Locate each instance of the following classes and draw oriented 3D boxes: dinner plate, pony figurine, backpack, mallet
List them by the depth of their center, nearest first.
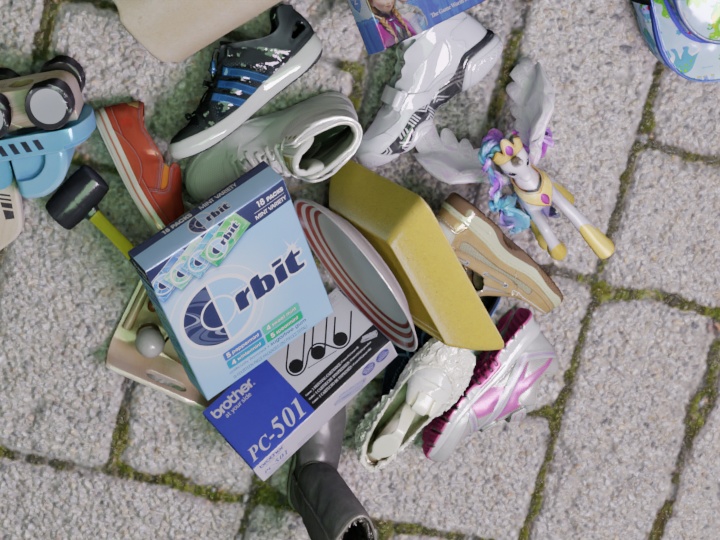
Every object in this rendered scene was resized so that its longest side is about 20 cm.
[{"bbox_3d":[0.371,-0.302,1.707,0.181,0.147,0.202,-15,111,-3],"label":"backpack"},{"bbox_3d":[0.000,0.000,1.708,0.024,0.200,0.201,-37,109,-12],"label":"dinner plate"},{"bbox_3d":[-0.236,-0.029,1.713,0.199,0.041,0.066,38,96,1],"label":"mallet"},{"bbox_3d":[0.169,-0.109,1.724,0.166,0.193,0.200,-38,127,6],"label":"pony figurine"}]

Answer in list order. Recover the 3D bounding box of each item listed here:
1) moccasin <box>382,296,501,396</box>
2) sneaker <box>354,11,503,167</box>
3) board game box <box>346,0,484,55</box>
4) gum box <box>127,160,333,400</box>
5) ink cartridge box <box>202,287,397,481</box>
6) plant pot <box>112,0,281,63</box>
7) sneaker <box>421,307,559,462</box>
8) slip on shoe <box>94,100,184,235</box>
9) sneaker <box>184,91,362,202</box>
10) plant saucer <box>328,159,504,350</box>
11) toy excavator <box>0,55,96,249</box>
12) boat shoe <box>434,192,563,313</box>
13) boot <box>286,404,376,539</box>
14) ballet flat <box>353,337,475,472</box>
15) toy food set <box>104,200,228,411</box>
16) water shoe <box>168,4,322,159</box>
[{"bbox_3d":[0.086,0.079,1.809,0.080,0.068,0.201,26,100,-16],"label":"moccasin"},{"bbox_3d":[0.046,-0.208,1.719,0.200,0.075,0.115,-44,108,-1],"label":"sneaker"},{"bbox_3d":[0.056,-0.348,1.644,0.199,0.043,0.201,-29,102,-25],"label":"board game box"},{"bbox_3d":[-0.129,0.013,1.683,0.169,0.045,0.201,-34,135,-15],"label":"gum box"},{"bbox_3d":[-0.065,0.122,1.762,0.200,0.094,0.044,-43,152,-8],"label":"ink cartridge box"},{"bbox_3d":[-0.156,-0.308,1.606,0.183,0.201,0.201,-36,109,13],"label":"plant pot"},{"bbox_3d":[0.150,0.144,1.833,0.088,0.081,0.200,39,97,-16],"label":"sneaker"},{"bbox_3d":[-0.209,-0.086,1.692,0.061,0.074,0.201,-26,85,-8],"label":"slip on shoe"},{"bbox_3d":[-0.091,-0.120,1.699,0.199,0.116,0.074,-28,110,1],"label":"sneaker"},{"bbox_3d":[0.045,-0.009,1.690,0.048,0.200,0.201,-38,120,-13],"label":"plant saucer"},{"bbox_3d":[-0.356,-0.098,1.673,0.192,0.100,0.202,-10,113,3],"label":"toy excavator"},{"bbox_3d":[0.135,-0.002,1.733,0.200,0.072,0.076,39,90,-34],"label":"boat shoe"},{"bbox_3d":[-0.032,0.227,1.763,0.072,0.200,0.184,0,106,-10],"label":"boot"},{"bbox_3d":[0.058,0.150,1.775,0.071,0.072,0.200,27,123,-16],"label":"ballet flat"},{"bbox_3d":[-0.170,0.041,1.760,0.142,0.060,0.201,25,101,-15],"label":"toy food set"},{"bbox_3d":[-0.133,-0.196,1.693,0.200,0.071,0.079,-41,102,-12],"label":"water shoe"}]
